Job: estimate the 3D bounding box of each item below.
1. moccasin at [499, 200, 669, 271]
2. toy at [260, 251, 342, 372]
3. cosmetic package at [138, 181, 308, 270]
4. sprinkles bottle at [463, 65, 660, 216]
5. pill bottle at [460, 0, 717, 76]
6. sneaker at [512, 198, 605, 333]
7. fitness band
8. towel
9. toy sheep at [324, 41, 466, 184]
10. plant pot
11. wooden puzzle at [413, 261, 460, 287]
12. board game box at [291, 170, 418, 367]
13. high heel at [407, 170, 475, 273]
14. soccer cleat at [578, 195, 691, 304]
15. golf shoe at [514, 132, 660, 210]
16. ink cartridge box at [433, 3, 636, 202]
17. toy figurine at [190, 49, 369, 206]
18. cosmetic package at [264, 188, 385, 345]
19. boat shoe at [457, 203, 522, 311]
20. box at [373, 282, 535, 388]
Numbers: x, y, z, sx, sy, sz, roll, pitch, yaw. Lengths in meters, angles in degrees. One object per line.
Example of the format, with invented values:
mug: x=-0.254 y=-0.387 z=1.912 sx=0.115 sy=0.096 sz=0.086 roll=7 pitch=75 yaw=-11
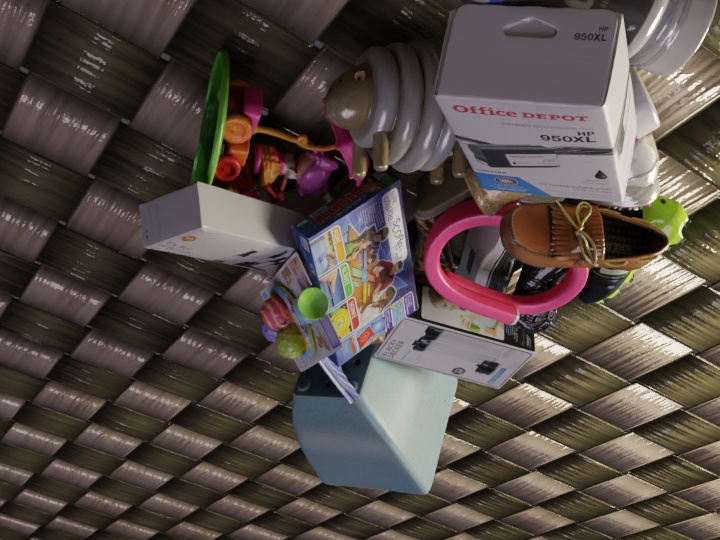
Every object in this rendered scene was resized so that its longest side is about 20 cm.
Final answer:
moccasin: x=0.237 y=-0.035 z=0.957 sx=0.197 sy=0.076 sz=0.077 roll=12 pitch=163 yaw=-22
toy: x=-0.087 y=0.062 z=1.069 sx=0.047 sy=0.117 sz=0.200 roll=-25 pitch=175 yaw=-25
cosmetic package: x=-0.137 y=-0.042 z=0.972 sx=0.081 sy=0.052 sz=0.199 roll=-18 pitch=165 yaw=28
sprinkles bottle: x=0.202 y=-0.129 z=0.927 sx=0.197 sy=0.069 sz=0.068 roll=-28 pitch=135 yaw=18
pill bottle: x=0.192 y=-0.244 z=0.768 sx=0.196 sy=0.116 sz=0.114 roll=17 pitch=145 yaw=-14
sneaker: x=0.237 y=-0.023 z=1.117 sx=0.075 sy=0.091 sz=0.202 roll=26 pitch=122 yaw=-2
fitness band: x=0.165 y=-0.008 z=1.038 sx=0.196 sy=0.038 sz=0.145 roll=20 pitch=132 yaw=-17
towel: x=-0.069 y=0.074 z=1.228 sx=0.024 sy=0.201 sz=0.146 roll=-33 pitch=136 yaw=0
toy sheep: x=0.055 y=-0.159 z=0.906 sx=0.196 sy=0.141 sz=0.138 roll=3 pitch=151 yaw=-28
plant pot: x=0.004 y=0.187 z=1.343 sx=0.192 sy=0.199 sz=0.201 roll=-3 pitch=141 yaw=31
wooden puzzle: x=0.095 y=0.047 z=1.274 sx=0.195 sy=0.038 sz=0.187 roll=1 pitch=145 yaw=9
board game box: x=0.000 y=0.000 z=1.058 sx=0.034 sy=0.134 sz=0.203 roll=35 pitch=148 yaw=40
high heel: x=0.115 y=-0.051 z=1.095 sx=0.141 sy=0.073 sz=0.198 roll=34 pitch=152 yaw=-27
soccer cleat: x=0.316 y=-0.029 z=1.108 sx=0.080 sy=0.068 sz=0.201 roll=32 pitch=141 yaw=-3
golf shoe: x=0.228 y=-0.120 z=0.994 sx=0.195 sy=0.076 sz=0.093 roll=2 pitch=123 yaw=13
ink cartridge box: x=0.159 y=-0.139 z=0.794 sx=0.141 sy=0.086 sz=0.200 roll=8 pitch=165 yaw=23
toy figurine: x=-0.082 y=-0.123 z=0.984 sx=0.180 sy=0.153 sz=0.202 roll=9 pitch=138 yaw=-17
cosmetic package: x=-0.042 y=-0.001 z=1.153 sx=0.086 sy=0.105 sz=0.201 roll=-12 pitch=134 yaw=29
boat shoe: x=0.169 y=-0.029 z=1.124 sx=0.062 sy=0.072 sz=0.202 roll=-4 pitch=140 yaw=-16
box: x=0.126 y=0.090 z=1.241 sx=0.196 sy=0.061 sz=0.117 roll=17 pitch=143 yaw=-14
